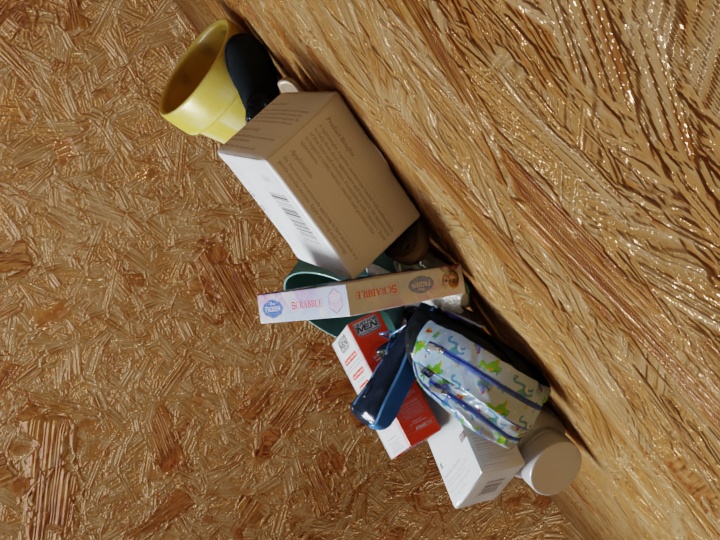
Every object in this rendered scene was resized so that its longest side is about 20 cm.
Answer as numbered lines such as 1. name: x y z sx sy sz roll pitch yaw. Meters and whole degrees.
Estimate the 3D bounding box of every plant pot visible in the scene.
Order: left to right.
1. plant pot: -0.221 -0.303 1.752 0.188 0.202 0.201 35 -173 -29
2. plant pot: 0.000 0.000 1.594 0.198 0.162 0.201 22 153 12

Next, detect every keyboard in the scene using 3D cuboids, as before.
1. keyboard: 0.094 0.035 1.484 0.198 0.011 0.056 25 -172 -13

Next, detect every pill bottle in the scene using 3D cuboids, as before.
1. pill bottle: 0.247 0.250 1.524 0.115 0.114 0.200 52 176 -31

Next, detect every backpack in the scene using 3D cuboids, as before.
1. backpack: 0.162 0.147 1.339 0.198 0.156 0.163 9 160 47

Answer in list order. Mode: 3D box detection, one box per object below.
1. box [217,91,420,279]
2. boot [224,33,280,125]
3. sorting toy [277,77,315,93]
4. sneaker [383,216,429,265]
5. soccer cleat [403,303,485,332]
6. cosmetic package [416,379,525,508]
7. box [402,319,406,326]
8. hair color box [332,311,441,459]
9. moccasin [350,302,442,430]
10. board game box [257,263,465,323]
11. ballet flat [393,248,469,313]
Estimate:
1. box: -0.058 -0.117 1.311 0.200 0.131 0.199 53 166 -23
2. boot: -0.158 -0.276 1.568 0.168 0.075 0.203 -119 10 -76
3. sorting toy: -0.033 -0.190 1.468 0.200 0.036 0.185 48 178 11
4. sneaker: 0.069 -0.047 1.364 0.075 0.071 0.200 32 -170 -22
5. soccer cleat: 0.160 0.090 1.551 0.199 0.074 0.068 34 144 -8
6. cosmetic package: 0.154 0.233 1.488 0.202 0.080 0.114 65 147 33
7. box: 0.132 0.164 1.705 0.200 0.164 0.166 50 -172 32
8. hair color box: 0.037 0.173 1.504 0.202 0.061 0.102 61 156 11
9. moccasin: 0.047 0.125 1.421 0.068 0.201 0.081 21 159 33
10. board game box: -0.001 0.031 1.308 0.198 0.198 0.042 -8 92 50
11. ballet flat: 0.095 0.016 1.429 0.072 0.071 0.200 52 179 -25
